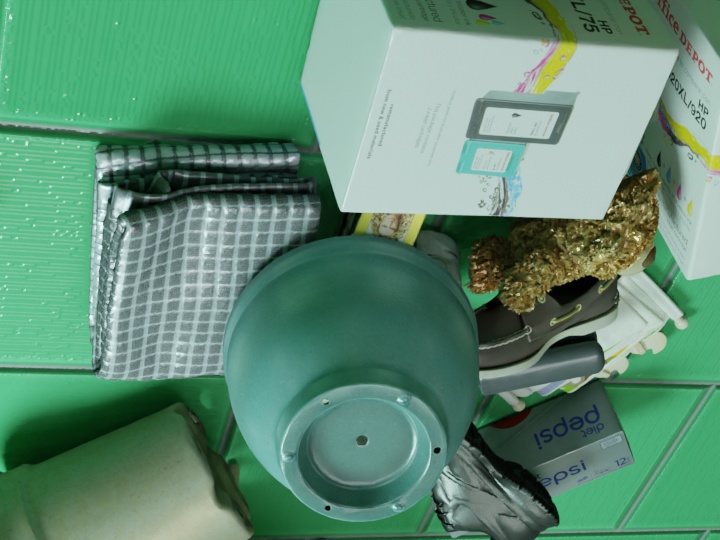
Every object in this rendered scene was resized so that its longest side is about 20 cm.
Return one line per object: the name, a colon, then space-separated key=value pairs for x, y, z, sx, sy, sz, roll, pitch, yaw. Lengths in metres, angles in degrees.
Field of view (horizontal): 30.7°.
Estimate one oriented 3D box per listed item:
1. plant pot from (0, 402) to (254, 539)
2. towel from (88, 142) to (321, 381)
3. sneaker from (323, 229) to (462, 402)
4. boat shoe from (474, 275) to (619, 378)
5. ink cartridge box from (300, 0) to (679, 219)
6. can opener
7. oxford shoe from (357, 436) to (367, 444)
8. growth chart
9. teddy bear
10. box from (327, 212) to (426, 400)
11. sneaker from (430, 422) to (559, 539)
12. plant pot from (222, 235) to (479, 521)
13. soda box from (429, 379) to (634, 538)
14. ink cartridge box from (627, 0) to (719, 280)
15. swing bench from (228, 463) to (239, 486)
plant pot: x=-0.200 y=0.218 z=1.141 sx=0.182 sy=0.201 sz=0.201 roll=-30 pitch=136 yaw=-3
towel: x=-0.123 y=0.000 z=1.006 sx=0.164 sy=0.086 sz=0.201 roll=-2 pitch=134 yaw=-17
sneaker: x=0.012 y=0.055 z=1.108 sx=0.075 sy=0.082 sz=0.200 roll=22 pitch=125 yaw=-36
boat shoe: x=0.143 y=0.032 z=1.090 sx=0.199 sy=0.072 sz=0.060 roll=-19 pitch=126 yaw=-34
ink cartridge box: x=0.080 y=-0.137 z=0.889 sx=0.198 sy=0.148 sz=0.147 roll=1 pitch=133 yaw=-19
can opener: x=0.116 y=0.078 z=1.163 sx=0.197 sy=0.053 sz=0.067 roll=-7 pitch=126 yaw=-1
oxford shoe: x=-0.001 y=0.192 z=1.262 sx=0.075 sy=0.058 sz=0.200 roll=-25 pitch=151 yaw=-1
growth chart: x=0.201 y=0.067 z=1.223 sx=0.199 sy=0.018 sz=0.145 roll=-30 pitch=135 yaw=12
teddy bear: x=0.161 y=-0.019 z=1.014 sx=0.199 sy=0.145 sz=0.067 roll=-22 pitch=99 yaw=44
box: x=0.000 y=0.000 z=1.020 sx=0.050 sy=0.075 sz=0.202 roll=17 pitch=115 yaw=-10
sneaker: x=0.091 y=0.192 z=1.217 sx=0.200 sy=0.076 sz=0.091 roll=43 pitch=102 yaw=-3
plant pot: x=-0.003 y=0.095 z=0.953 sx=0.198 sy=0.135 sz=0.202 roll=-2 pitch=119 yaw=-3
soda box: x=0.163 y=0.186 z=1.293 sx=0.198 sy=0.069 sz=0.064 roll=-23 pitch=136 yaw=6
ink cartridge box: x=0.292 y=-0.124 z=0.969 sx=0.143 sy=0.148 sz=0.201 roll=-10 pitch=136 yaw=-7
swing bench: x=-0.109 y=0.331 z=1.256 sx=0.129 sy=0.201 sz=0.199 roll=-27 pitch=136 yaw=11
